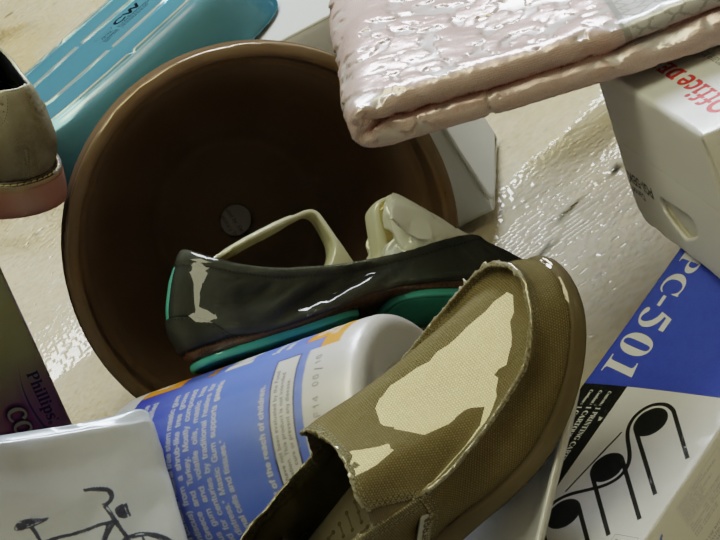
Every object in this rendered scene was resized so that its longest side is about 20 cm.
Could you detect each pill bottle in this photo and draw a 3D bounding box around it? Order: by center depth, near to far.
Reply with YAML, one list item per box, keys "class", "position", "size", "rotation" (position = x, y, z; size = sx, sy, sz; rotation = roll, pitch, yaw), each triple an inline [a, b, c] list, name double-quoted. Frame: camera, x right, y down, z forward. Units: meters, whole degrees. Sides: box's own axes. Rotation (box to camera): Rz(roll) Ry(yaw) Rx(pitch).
- class: "pill bottle"
  position: [-0.053, 0.100, 1.268]
  size: [0.199, 0.112, 0.112]
  rotation: [-19, 32, 28]

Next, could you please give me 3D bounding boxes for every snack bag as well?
- class: "snack bag"
  position: [-0.142, 0.156, 1.155]
  size: [0.188, 0.201, 0.021]
  rotation: [-7, -23, -26]

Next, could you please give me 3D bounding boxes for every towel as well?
- class: "towel"
  position: [0.078, -0.124, 1.281]
  size: [0.190, 0.032, 0.200]
  rotation: [-16, 20, 3]

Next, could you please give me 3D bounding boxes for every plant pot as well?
- class: "plant pot"
  position: [-0.057, -0.019, 1.377]
  size: [0.201, 0.201, 0.093]
  rotation: [-39, 14, -5]

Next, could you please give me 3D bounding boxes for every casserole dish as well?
- class: "casserole dish"
  position: [-0.131, -0.105, 1.435]
  size: [0.200, 0.039, 0.121]
  rotation: [-43, 26, -19]

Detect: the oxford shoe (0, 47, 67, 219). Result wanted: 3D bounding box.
- class: "oxford shoe"
  position: [-0.204, -0.095, 1.355]
  size: [0.071, 0.074, 0.200]
  rotation: [-19, 33, -30]

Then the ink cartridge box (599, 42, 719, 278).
- class: "ink cartridge box"
  position: [0.225, -0.083, 1.215]
  size: [0.199, 0.083, 0.147]
  rotation: [-25, 22, -7]

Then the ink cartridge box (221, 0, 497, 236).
- class: "ink cartridge box"
  position: [-0.044, -0.066, 1.474]
  size: [0.200, 0.145, 0.084]
  rotation: [-26, 26, 19]

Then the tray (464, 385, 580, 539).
- class: "tray"
  position: [0.037, 0.140, 1.130]
  size: [0.107, 0.022, 0.201]
  rotation: [0, 71, 49]

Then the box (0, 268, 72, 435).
- class: "box"
  position: [-0.264, 0.067, 1.371]
  size: [0.200, 0.176, 0.097]
  rotation: [-29, 35, -11]

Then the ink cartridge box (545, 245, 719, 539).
- class: "ink cartridge box"
  position: [0.133, 0.073, 1.172]
  size: [0.094, 0.044, 0.200]
  rotation: [4, 47, 48]

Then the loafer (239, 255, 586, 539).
- class: "loafer"
  position: [0.019, 0.076, 1.112]
  size: [0.200, 0.067, 0.076]
  rotation: [-57, 40, 10]

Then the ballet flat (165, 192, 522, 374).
- class: "ballet flat"
  position: [0.000, 0.000, 1.307]
  size: [0.199, 0.069, 0.068]
  rotation: [-9, -11, -24]
